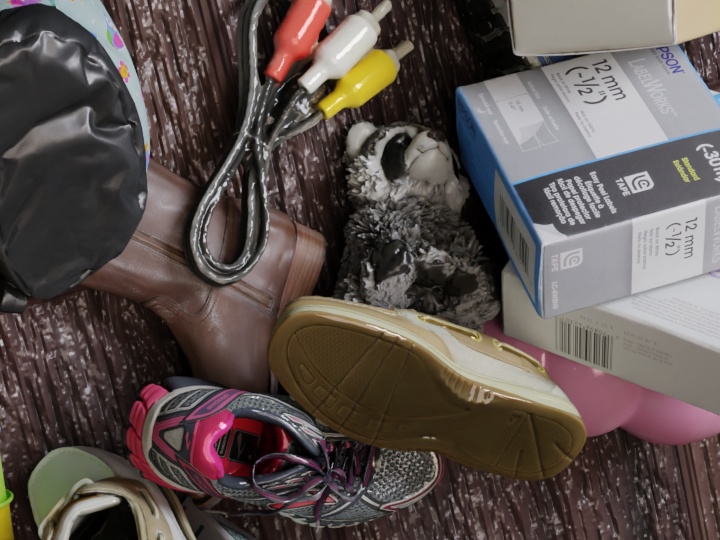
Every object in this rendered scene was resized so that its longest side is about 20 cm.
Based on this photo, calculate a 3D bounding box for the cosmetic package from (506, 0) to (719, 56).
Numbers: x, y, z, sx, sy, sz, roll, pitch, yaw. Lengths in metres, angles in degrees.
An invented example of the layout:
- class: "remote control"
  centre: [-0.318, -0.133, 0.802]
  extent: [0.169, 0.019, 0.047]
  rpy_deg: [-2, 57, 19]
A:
- class: "cosmetic package"
  centre: [0.172, -0.173, 1.068]
  extent: [0.200, 0.105, 0.071]
  rpy_deg: [-23, 109, -54]

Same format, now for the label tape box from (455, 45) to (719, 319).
- class: "label tape box"
  centre: [0.170, -0.065, 1.047]
  extent: [0.199, 0.144, 0.066]
  rpy_deg: [-16, 135, -7]

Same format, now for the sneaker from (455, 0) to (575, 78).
- class: "sneaker"
  centre: [0.100, -0.186, 1.106]
  extent: [0.089, 0.079, 0.201]
  rpy_deg: [-29, 107, -12]

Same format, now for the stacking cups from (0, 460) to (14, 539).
- class: "stacking cups"
  centre: [-0.230, 0.074, 1.039]
  extent: [0.060, 0.060, 0.201]
  rpy_deg: [-7, 96, -19]

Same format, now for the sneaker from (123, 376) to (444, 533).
- class: "sneaker"
  centre: [-0.032, 0.108, 1.031]
  extent: [0.199, 0.075, 0.081]
  rpy_deg: [9, 89, -37]

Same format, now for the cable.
- class: "cable"
  centre: [-0.050, -0.090, 1.056]
  extent: [0.097, 0.050, 0.200]
  rpy_deg: [40, 63, -18]

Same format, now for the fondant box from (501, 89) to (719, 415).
- class: "fondant box"
  centre: [0.191, -0.022, 1.089]
  extent: [0.200, 0.144, 0.058]
  rpy_deg: [-53, 152, -34]

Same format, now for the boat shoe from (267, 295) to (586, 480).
- class: "boat shoe"
  centre: [0.033, 0.059, 1.036]
  extent: [0.200, 0.066, 0.074]
  rpy_deg: [25, 116, -25]

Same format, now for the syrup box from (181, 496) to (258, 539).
- class: "syrup box"
  centre: [-0.065, 0.203, 1.038]
  extent: [0.079, 0.200, 0.082]
  rpy_deg: [37, 87, -22]

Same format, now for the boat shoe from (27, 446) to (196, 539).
- class: "boat shoe"
  centre: [-0.136, 0.143, 0.999]
  extent: [0.075, 0.200, 0.068]
  rpy_deg: [-53, 129, -5]

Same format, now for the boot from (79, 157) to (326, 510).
- class: "boot"
  centre: [-0.136, 0.021, 1.056]
  extent: [0.199, 0.064, 0.187]
  rpy_deg: [24, 76, -25]

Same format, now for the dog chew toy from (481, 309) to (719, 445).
- class: "dog chew toy"
  centre: [0.147, 0.048, 1.142]
  extent: [0.199, 0.125, 0.125]
  rpy_deg: [-2, 99, -12]

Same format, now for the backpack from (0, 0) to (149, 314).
- class: "backpack"
  centre: [-0.184, -0.098, 0.952]
  extent: [0.126, 0.200, 0.167]
  rpy_deg: [-19, 129, -16]

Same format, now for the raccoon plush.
- class: "raccoon plush"
  centre: [0.000, 0.000, 1.114]
  extent: [0.097, 0.134, 0.200]
  rpy_deg: [24, 122, -37]
